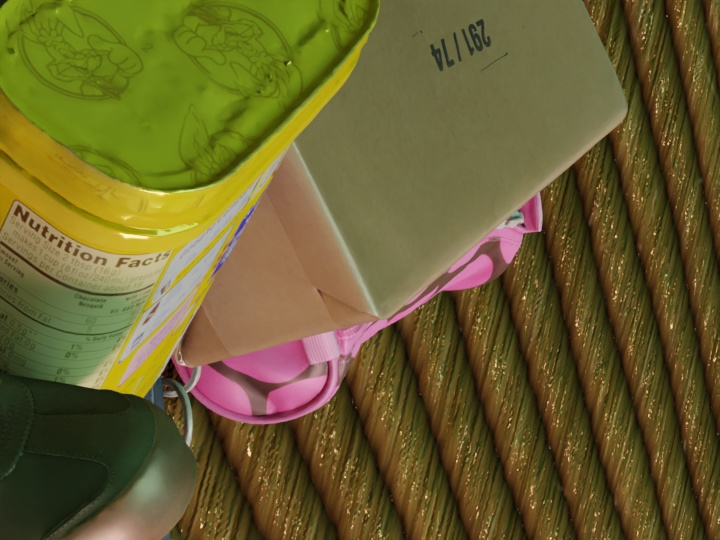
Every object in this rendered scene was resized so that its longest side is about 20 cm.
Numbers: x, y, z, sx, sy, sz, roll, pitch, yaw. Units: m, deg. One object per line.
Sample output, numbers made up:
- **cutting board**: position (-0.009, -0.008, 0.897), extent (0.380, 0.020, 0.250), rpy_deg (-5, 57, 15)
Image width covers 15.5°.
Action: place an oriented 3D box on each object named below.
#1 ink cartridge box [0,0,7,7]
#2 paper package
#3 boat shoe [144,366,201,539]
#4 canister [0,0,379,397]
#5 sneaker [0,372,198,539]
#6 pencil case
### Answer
- **ink cartridge box**: position (-0.165, -0.148, 0.750), extent (0.200, 0.041, 0.200), rpy_deg (50, 59, -25)
- **paper package**: position (-0.016, -0.091, 0.990), extent (0.200, 0.103, 0.191), rpy_deg (-39, 108, -45)
- **boat shoe**: position (-0.102, 0.067, 1.014), extent (0.062, 0.075, 0.201), rpy_deg (-24, 115, -59)
- **canister**: position (-0.087, -0.016, 0.847), extent (0.149, 0.086, 0.200), rpy_deg (-50, 175, -44)
- **sneaker**: position (-0.156, 0.054, 0.779), extent (0.090, 0.200, 0.067), rpy_deg (59, 32, -43)
- **pencil case**: position (0.000, 0.000, 1.175), extent (0.200, 0.093, 0.091), rpy_deg (-36, 130, -53)
